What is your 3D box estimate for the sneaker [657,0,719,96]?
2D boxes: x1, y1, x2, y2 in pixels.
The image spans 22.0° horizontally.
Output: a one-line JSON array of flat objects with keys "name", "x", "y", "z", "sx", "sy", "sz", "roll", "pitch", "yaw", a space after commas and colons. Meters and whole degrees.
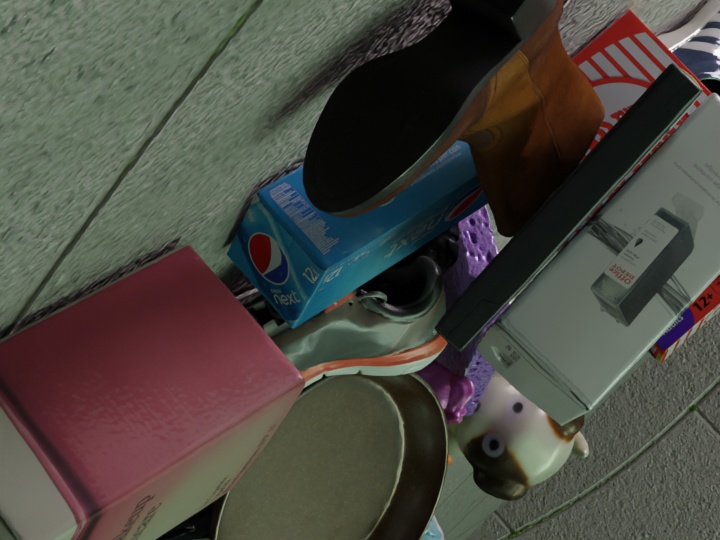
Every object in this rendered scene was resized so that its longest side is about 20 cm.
[{"name": "sneaker", "x": 0.279, "y": -0.159, "z": 1.459, "sx": 0.200, "sy": 0.085, "sz": 0.075, "roll": -35, "pitch": 165, "yaw": -28}]

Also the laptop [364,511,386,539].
[{"name": "laptop", "x": -0.082, "y": 0.231, "z": 1.314, "sx": 0.200, "sy": 0.177, "sz": 0.103, "roll": -20, "pitch": -161, "yaw": 35}]

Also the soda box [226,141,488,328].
[{"name": "soda box", "x": 0.018, "y": -0.048, "z": 1.109, "sx": 0.200, "sy": 0.064, "sz": 0.068, "roll": -32, "pitch": 164, "yaw": -36}]

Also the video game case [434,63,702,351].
[{"name": "video game case", "x": 0.130, "y": -0.042, "z": 1.110, "sx": 0.200, "sy": 0.026, "sz": 0.181, "roll": -49, "pitch": 176, "yaw": 11}]

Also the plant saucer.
[{"name": "plant saucer", "x": -0.025, "y": 0.147, "z": 1.220, "sx": 0.200, "sy": 0.034, "sz": 0.200, "roll": -21, "pitch": 124, "yaw": -35}]

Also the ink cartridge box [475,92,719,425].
[{"name": "ink cartridge box", "x": 0.173, "y": -0.001, "z": 1.179, "sx": 0.200, "sy": 0.085, "sz": 0.146, "roll": -44, "pitch": 174, "yaw": -7}]

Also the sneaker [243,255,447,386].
[{"name": "sneaker", "x": -0.039, "y": 0.026, "z": 1.136, "sx": 0.200, "sy": 0.077, "sz": 0.082, "roll": -13, "pitch": 135, "yaw": -21}]

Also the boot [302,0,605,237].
[{"name": "boot", "x": 0.057, "y": -0.072, "z": 1.042, "sx": 0.188, "sy": 0.068, "sz": 0.200, "roll": -57, "pitch": 155, "yaw": -12}]

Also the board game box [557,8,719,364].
[{"name": "board game box", "x": 0.198, "y": -0.059, "z": 1.292, "sx": 0.151, "sy": 0.200, "sz": 0.046, "roll": -41, "pitch": 167, "yaw": -5}]

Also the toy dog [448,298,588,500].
[{"name": "toy dog", "x": 0.123, "y": 0.126, "z": 1.617, "sx": 0.140, "sy": 0.194, "sz": 0.200, "roll": -40, "pitch": -169, "yaw": 6}]

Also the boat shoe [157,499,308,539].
[{"name": "boat shoe", "x": -0.132, "y": 0.153, "z": 1.231, "sx": 0.199, "sy": 0.075, "sz": 0.066, "roll": -5, "pitch": 124, "yaw": -6}]

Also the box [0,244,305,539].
[{"name": "box", "x": -0.149, "y": 0.093, "z": 0.984, "sx": 0.200, "sy": 0.109, "sz": 0.128, "roll": -31, "pitch": 164, "yaw": -41}]

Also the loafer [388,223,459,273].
[{"name": "loafer", "x": 0.000, "y": 0.000, "z": 1.240, "sx": 0.070, "sy": 0.068, "sz": 0.201, "roll": 7, "pitch": 156, "yaw": -19}]

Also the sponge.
[{"name": "sponge", "x": 0.080, "y": 0.034, "z": 1.456, "sx": 0.030, "sy": 0.112, "sz": 0.200, "roll": -9, "pitch": 159, "yaw": -11}]

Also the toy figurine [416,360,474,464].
[{"name": "toy figurine", "x": 0.015, "y": 0.110, "z": 1.404, "sx": 0.184, "sy": 0.200, "sz": 0.150, "roll": -56, "pitch": 161, "yaw": 5}]

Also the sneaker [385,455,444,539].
[{"name": "sneaker", "x": 0.005, "y": 0.148, "z": 1.314, "sx": 0.074, "sy": 0.200, "sz": 0.082, "roll": -30, "pitch": -179, "yaw": -9}]
